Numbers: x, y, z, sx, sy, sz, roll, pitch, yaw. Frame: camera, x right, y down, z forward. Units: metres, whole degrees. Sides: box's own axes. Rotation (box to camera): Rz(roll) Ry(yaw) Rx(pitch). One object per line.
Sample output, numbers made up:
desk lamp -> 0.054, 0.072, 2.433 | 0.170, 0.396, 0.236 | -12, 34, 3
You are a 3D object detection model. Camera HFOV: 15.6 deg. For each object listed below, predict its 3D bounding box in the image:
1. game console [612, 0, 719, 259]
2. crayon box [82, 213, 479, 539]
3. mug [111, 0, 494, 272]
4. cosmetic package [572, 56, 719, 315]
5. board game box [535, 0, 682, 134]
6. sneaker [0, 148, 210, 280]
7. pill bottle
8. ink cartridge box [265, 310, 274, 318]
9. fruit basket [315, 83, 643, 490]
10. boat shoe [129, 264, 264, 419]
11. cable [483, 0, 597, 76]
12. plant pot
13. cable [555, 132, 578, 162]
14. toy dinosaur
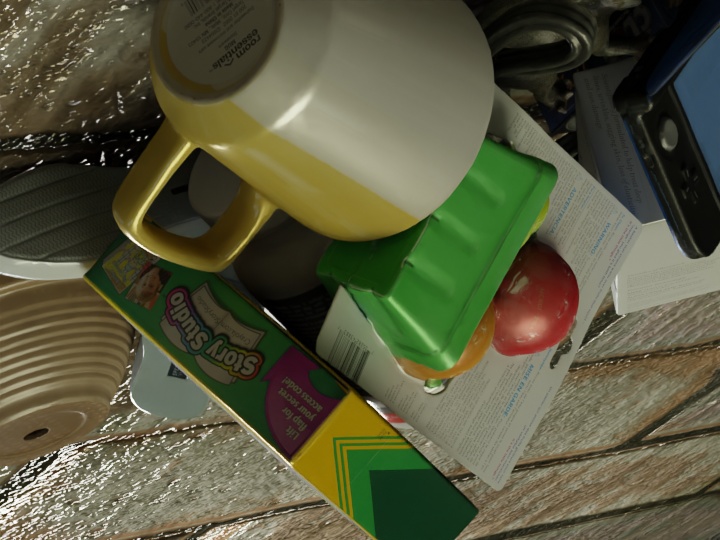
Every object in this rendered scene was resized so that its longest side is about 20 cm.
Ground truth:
game console -> 0.238, -0.131, 1.518 | 0.118, 0.171, 0.200 | -8, -151, 36
crayon box -> -0.045, 0.070, 1.498 | 0.058, 0.200, 0.173 | -48, 142, -5
mug -> -0.036, -0.088, 1.370 | 0.149, 0.187, 0.153 | 11, 173, 35
cosmetic package -> 0.187, -0.054, 1.682 | 0.081, 0.113, 0.200 | -15, 161, 3
board game box -> 0.229, -0.146, 1.720 | 0.200, 0.035, 0.135 | -10, 158, -35
sneaker -> -0.147, -0.022, 1.557 | 0.200, 0.073, 0.071 | -11, 152, -35
pill bottle -> -0.004, -0.007, 1.551 | 0.116, 0.116, 0.200 | -30, 125, 20
ink cartridge box -> 0.000, 0.000, 1.691 | 0.162, 0.057, 0.200 | 7, 167, 17
fruit basket -> 0.066, 0.006, 1.494 | 0.200, 0.094, 0.185 | 40, 76, -50
boat shoe -> -0.105, 0.015, 1.682 | 0.071, 0.091, 0.200 | 14, 151, -12
cable -> 0.059, -0.120, 1.509 | 0.200, 0.097, 0.050 | -43, -164, 51
plant pot -> -0.223, 0.065, 1.685 | 0.201, 0.093, 0.201 | -20, 161, -7
cable -> 0.104, -0.047, 1.819 | 0.200, 0.050, 0.097 | -20, 154, -6
toy dinosaur -> 0.105, -0.141, 1.556 | 0.102, 0.077, 0.200 | 15, 149, -33
